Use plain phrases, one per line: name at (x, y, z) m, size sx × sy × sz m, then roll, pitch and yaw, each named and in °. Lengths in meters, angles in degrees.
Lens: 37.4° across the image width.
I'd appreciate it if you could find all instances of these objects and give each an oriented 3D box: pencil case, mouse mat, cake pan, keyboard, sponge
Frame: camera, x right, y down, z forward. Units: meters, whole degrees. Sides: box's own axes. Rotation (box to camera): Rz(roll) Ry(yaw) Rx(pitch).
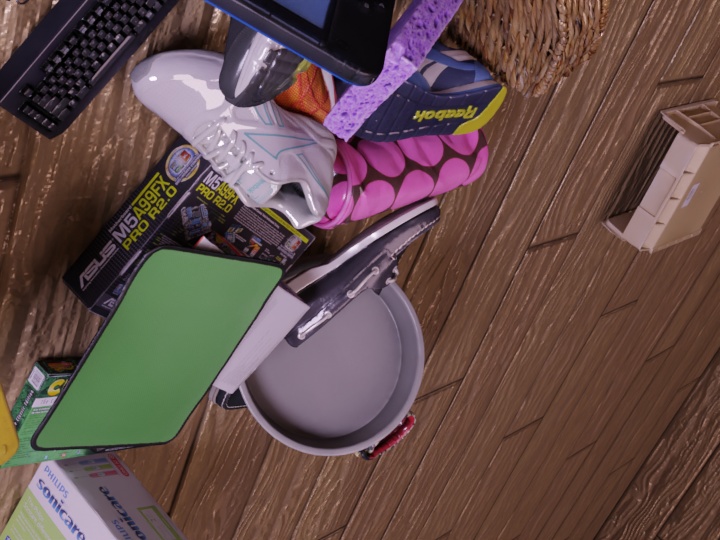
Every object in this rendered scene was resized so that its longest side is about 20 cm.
pencil case at (0.027, -0.106, 1.012) m, size 0.199 × 0.090 × 0.094 m, roll -22°, pitch 102°, yaw -41°
mouse mat at (-0.156, 0.066, 0.841) m, size 0.161 × 0.008 × 0.201 m, roll 10°, pitch 118°, yaw -56°
cake pan at (-0.033, 0.085, 1.076) m, size 0.200 × 0.201 × 0.037 m, roll -40°, pitch -173°, yaw -17°
keyboard at (-0.170, -0.183, 0.697) m, size 0.200 × 0.021 × 0.127 m, roll -50°, pitch 153°, yaw -1°
sponge at (0.045, -0.195, 0.852) m, size 0.112 × 0.030 × 0.200 m, roll -41°, pitch -166°, yaw 51°

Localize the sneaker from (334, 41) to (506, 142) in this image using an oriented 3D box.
sneaker at (0.040, -0.169, 0.969) m, size 0.199 × 0.083 × 0.074 m, roll -5°, pitch 145°, yaw -41°

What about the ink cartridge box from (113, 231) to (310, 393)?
ink cartridge box at (-0.130, 0.030, 0.894) m, size 0.109 × 0.050 × 0.200 m, roll -48°, pitch 152°, yaw 1°

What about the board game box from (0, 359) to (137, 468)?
board game box at (-0.237, 0.126, 0.980) m, size 0.105 × 0.023 × 0.200 m, roll -56°, pitch 152°, yaw 17°

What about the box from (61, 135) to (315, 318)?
box at (-0.141, -0.012, 0.926) m, size 0.160 × 0.044 × 0.200 m, roll -51°, pitch 153°, yaw 1°

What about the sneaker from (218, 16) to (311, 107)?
sneaker at (-0.058, -0.212, 0.736) m, size 0.201 × 0.084 × 0.074 m, roll -66°, pitch 163°, yaw 5°

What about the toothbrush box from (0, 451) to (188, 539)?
toothbrush box at (-0.271, 0.292, 1.004) m, size 0.086 × 0.145 × 0.201 m, roll 5°, pitch 121°, yaw -57°

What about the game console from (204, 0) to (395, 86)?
game console at (-0.040, -0.235, 0.618) m, size 0.118 × 0.199 × 0.171 m, roll -48°, pitch -157°, yaw 41°

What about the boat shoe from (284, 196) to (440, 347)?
boat shoe at (0.000, 0.000, 1.028) m, size 0.199 × 0.061 × 0.074 m, roll -34°, pitch -175°, yaw -8°

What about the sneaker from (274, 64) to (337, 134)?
sneaker at (-0.059, -0.165, 0.852) m, size 0.077 × 0.073 × 0.201 m, roll -14°, pitch 141°, yaw -11°

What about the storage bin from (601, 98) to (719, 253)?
storage bin at (0.487, -0.143, 1.627) m, size 0.198 × 0.094 × 0.201 m, roll -16°, pitch 138°, yaw -45°

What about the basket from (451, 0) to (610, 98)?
basket at (0.180, -0.276, 0.959) m, size 0.149 × 0.143 × 0.201 m, roll -37°, pitch 150°, yaw -21°

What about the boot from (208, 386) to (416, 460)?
boot at (-0.046, 0.138, 1.130) m, size 0.203 × 0.154 × 0.074 m, roll -13°, pitch 137°, yaw -50°

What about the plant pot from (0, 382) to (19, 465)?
plant pot at (-0.309, 0.048, 0.613) m, size 0.200 × 0.176 × 0.201 m, roll -33°, pitch 148°, yaw -29°

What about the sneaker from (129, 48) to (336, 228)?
sneaker at (-0.088, -0.099, 0.807) m, size 0.070 × 0.081 × 0.200 m, roll -25°, pitch 143°, yaw 34°
